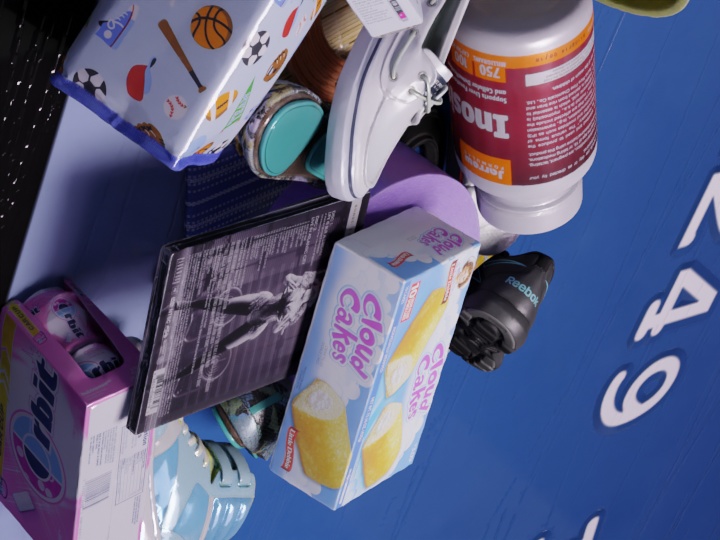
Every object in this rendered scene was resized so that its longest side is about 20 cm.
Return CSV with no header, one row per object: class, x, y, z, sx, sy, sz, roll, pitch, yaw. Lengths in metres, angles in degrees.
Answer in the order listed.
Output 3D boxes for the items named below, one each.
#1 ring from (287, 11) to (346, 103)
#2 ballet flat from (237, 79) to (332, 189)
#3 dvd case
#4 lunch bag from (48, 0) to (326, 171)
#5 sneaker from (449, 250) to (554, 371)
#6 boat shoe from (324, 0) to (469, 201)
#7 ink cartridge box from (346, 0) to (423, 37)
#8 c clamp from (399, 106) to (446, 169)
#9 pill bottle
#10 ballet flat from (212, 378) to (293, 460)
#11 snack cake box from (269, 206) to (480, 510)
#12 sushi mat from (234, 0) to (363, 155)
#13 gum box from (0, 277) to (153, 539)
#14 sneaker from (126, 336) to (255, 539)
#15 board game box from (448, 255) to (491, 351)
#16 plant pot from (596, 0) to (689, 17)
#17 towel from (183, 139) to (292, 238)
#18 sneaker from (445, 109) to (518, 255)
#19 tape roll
ring,0.016,-0.213,1.595,0.200,0.019,0.202,-29,137,-31
ballet flat,-0.054,-0.100,1.549,0.072,0.072,0.200,-51,162,6
dvd case,-0.078,0.025,1.561,0.199,0.016,0.150,-19,132,-44
lunch bag,-0.095,-0.165,1.421,0.171,0.124,0.200,-55,172,12
sneaker,0.112,0.032,1.833,0.079,0.075,0.200,-53,-172,-14
boat shoe,0.031,-0.142,1.540,0.074,0.066,0.202,31,74,-70
ink cartridge box,-0.020,-0.274,1.340,0.043,0.198,0.200,-14,154,14
c clamp,0.008,-0.035,1.780,0.200,0.027,0.171,-47,148,-22
pill bottle,0.123,-0.129,1.667,0.113,0.113,0.201,-32,137,-24
ballet flat,-0.076,0.112,1.750,0.074,0.074,0.200,-46,-178,-3
snack cake box,0.011,0.065,1.642,0.115,0.067,0.201,-24,136,-53
sushi mat,-0.017,-0.164,1.623,0.199,0.012,0.096,-32,137,-27
gum box,-0.211,0.114,1.604,0.066,0.113,0.201,-23,142,-34
sneaker,-0.141,0.134,1.705,0.130,0.079,0.202,-15,118,-36
board game box,0.040,0.047,1.927,0.201,0.034,0.135,-54,149,9
plant pot,0.203,-0.319,1.591,0.185,0.200,0.201,-54,151,-13
towel,-0.081,-0.036,1.698,0.144,0.024,0.201,-26,141,-31
sneaker,0.095,-0.117,1.790,0.076,0.082,0.202,-1,108,-23
tape roll,0.000,0.000,1.708,0.199,0.066,0.201,-29,137,-30
